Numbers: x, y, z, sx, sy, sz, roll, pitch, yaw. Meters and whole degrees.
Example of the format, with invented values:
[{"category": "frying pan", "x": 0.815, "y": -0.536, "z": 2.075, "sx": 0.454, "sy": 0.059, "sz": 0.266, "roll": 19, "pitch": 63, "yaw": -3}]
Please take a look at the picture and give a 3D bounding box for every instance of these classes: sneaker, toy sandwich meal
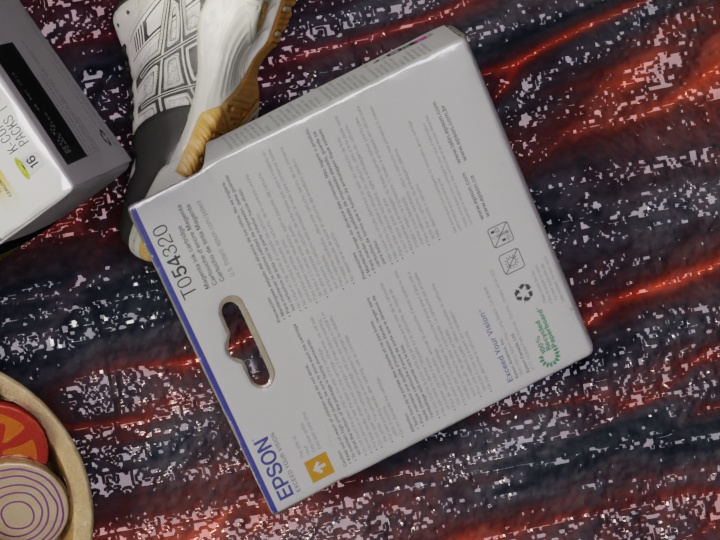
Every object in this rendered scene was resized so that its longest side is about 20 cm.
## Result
[{"category": "sneaker", "x": -0.099, "y": -0.106, "z": 1.472, "sx": 0.087, "sy": 0.076, "sz": 0.201, "roll": 19, "pitch": 87, "yaw": 15}, {"category": "toy sandwich meal", "x": -0.235, "y": 0.144, "z": 1.425, "sx": 0.204, "sy": 0.070, "sz": 0.206, "roll": -2, "pitch": 102, "yaw": -8}]

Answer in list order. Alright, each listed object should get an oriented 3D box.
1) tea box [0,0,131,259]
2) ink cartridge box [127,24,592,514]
[{"category": "tea box", "x": -0.260, "y": -0.076, "z": 1.393, "sx": 0.196, "sy": 0.134, "sz": 0.200, "roll": -33, "pitch": 92, "yaw": 10}, {"category": "ink cartridge box", "x": 0.000, "y": 0.000, "z": 1.454, "sx": 0.199, "sy": 0.043, "sz": 0.197, "roll": -26, "pitch": 112, "yaw": -6}]
